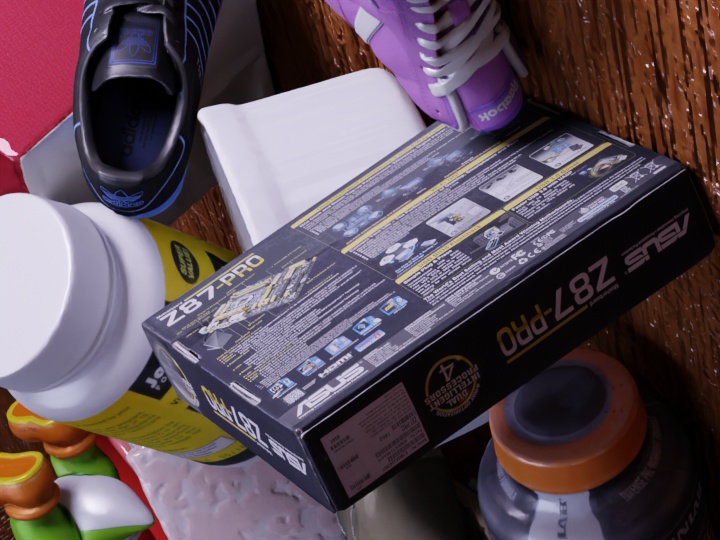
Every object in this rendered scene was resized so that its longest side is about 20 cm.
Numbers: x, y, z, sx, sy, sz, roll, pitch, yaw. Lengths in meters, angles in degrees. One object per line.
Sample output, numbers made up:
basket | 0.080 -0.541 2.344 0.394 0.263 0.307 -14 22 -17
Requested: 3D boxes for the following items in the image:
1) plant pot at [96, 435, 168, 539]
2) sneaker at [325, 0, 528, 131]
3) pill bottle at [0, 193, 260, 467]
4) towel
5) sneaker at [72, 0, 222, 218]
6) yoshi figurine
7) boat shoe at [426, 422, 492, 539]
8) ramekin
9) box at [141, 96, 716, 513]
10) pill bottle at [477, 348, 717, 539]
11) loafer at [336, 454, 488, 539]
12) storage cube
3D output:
plant pot | -0.060 0.107 1.685 0.201 0.177 0.201 48 164 19
sneaker | 0.039 -0.112 1.124 0.114 0.073 0.200 52 176 -7
pill bottle | -0.119 0.031 1.420 0.114 0.114 0.200 43 -167 36
towel | -0.007 0.133 1.556 0.192 0.199 0.032 63 -176 -21
sneaker | -0.102 -0.126 1.342 0.078 0.070 0.201 99 174 -85
yoshi figurine | -0.164 0.170 1.618 0.200 0.112 0.112 60 180 -29
boat shoe | 0.074 0.111 1.481 0.200 0.074 0.069 57 171 -8
ramekin | 0.000 0.000 1.329 0.200 0.097 0.201 159 90 -87
box | 0.025 0.006 1.153 0.161 0.200 0.049 30 150 56
pill bottle | 0.117 0.127 1.320 0.106 0.106 0.200 40 160 42
loafer | 0.022 0.136 1.412 0.200 0.075 0.070 -137 30 -68
storage cube | -0.168 -0.122 1.491 0.180 0.200 0.171 40 160 23
